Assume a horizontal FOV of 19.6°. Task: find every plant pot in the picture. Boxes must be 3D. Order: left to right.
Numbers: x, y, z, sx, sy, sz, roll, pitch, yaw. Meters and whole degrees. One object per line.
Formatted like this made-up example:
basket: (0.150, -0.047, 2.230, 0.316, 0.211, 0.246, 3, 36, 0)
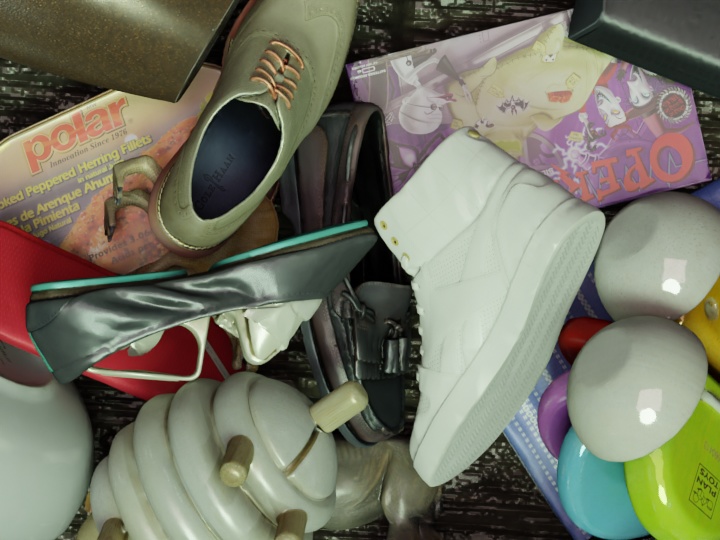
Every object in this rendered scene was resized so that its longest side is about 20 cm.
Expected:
plant pot: (-0.164, -0.185, 1.164, 0.199, 0.187, 0.188, 32, 93, -4)

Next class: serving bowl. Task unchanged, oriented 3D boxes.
serving bowl: (-0.224, 0.060, 1.163, 0.200, 0.200, 0.066, 39, 106, -2)

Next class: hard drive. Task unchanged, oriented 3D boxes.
hard drive: (0.212, -0.208, 1.209, 0.134, 0.042, 0.202, 21, 82, -1)

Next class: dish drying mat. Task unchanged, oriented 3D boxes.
dish drying mat: (-0.146, 0.030, 1.192, 0.199, 0.077, 0.018, 26, 136, -28)

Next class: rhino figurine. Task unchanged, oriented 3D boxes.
rhino figurine: (-0.044, 0.131, 1.238, 0.198, 0.060, 0.088, 8, 72, 1)

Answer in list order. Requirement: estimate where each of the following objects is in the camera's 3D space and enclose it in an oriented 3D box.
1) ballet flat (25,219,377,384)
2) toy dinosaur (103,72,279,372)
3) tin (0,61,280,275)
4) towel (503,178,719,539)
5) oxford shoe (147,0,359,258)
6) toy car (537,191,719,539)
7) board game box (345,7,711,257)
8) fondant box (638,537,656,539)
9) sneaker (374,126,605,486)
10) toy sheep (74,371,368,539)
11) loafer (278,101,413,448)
ballet flat: (-0.083, 0.023, 1.140, 0.198, 0.073, 0.074, -12, 93, -11)
toy dinosaur: (-0.096, -0.039, 1.207, 0.100, 0.058, 0.202, -1, 84, -16)
tin: (-0.140, -0.051, 1.242, 0.199, 0.042, 0.113, -23, 97, 2)
towel: (0.175, 0.055, 1.251, 0.199, 0.024, 0.145, -33, 92, 3)
oxford shoe: (-0.048, -0.098, 1.160, 0.070, 0.074, 0.201, 28, 76, -13)
toy car: (0.168, 0.068, 1.166, 0.175, 0.149, 0.201, 40, 50, -32)
board game box: (0.100, -0.089, 1.242, 0.198, 0.032, 0.121, -14, 97, 1)
fondant box: (0.185, 0.195, 1.150, 0.143, 0.199, 0.059, -4, 95, -34)
sneaker: (0.052, 0.016, 1.173, 0.115, 0.073, 0.201, 39, 122, 24)
toy sheep: (-0.077, 0.122, 1.143, 0.199, 0.138, 0.139, -29, 93, 15)
loafer: (0.000, 0.000, 1.206, 0.063, 0.072, 0.202, -15, 85, 29)
